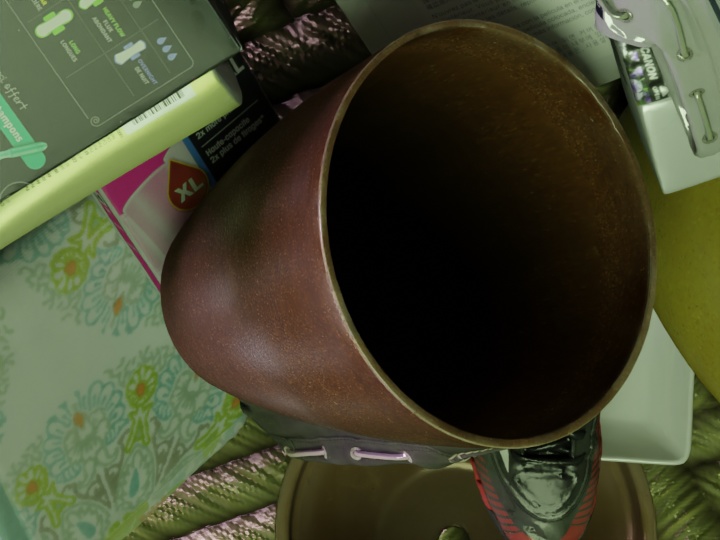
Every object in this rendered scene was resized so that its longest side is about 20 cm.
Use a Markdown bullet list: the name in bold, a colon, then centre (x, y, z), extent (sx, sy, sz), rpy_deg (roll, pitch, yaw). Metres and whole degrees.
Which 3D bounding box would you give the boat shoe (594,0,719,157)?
- **boat shoe**: centre (0.125, -0.117, 1.187), extent (0.067, 0.074, 0.200), rpy_deg (-29, 124, 10)

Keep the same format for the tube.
- **tube**: centre (-0.151, -0.051, 1.330), extent (0.200, 0.058, 0.052), rpy_deg (-29, 111, 8)

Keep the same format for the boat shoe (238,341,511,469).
- **boat shoe**: centre (0.023, 0.066, 1.409), extent (0.200, 0.067, 0.057), rpy_deg (4, 134, 42)

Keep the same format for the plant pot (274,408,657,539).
- **plant pot**: centre (0.053, 0.142, 1.545), extent (0.200, 0.201, 0.093), rpy_deg (4, 174, -2)

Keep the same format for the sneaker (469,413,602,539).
- **sneaker**: centre (0.090, 0.051, 1.433), extent (0.071, 0.098, 0.201), rpy_deg (-1, 101, -4)

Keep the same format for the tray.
- **tray**: centre (0.073, 0.042, 1.498), extent (0.200, 0.022, 0.108), rpy_deg (3, 89, -2)

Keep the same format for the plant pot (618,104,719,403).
- **plant pot**: centre (0.220, -0.001, 1.379), extent (0.200, 0.142, 0.200), rpy_deg (1, 143, 0)

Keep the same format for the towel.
- **towel**: centre (-0.146, 0.058, 1.466), extent (0.048, 0.171, 0.200), rpy_deg (24, 146, 37)

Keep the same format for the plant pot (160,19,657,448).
- **plant pot**: centre (0.000, 0.000, 1.323), extent (0.187, 0.187, 0.200), rpy_deg (34, 152, -27)

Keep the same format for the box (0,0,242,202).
- **box**: centre (-0.171, -0.113, 1.257), extent (0.200, 0.149, 0.124), rpy_deg (-32, 114, 4)

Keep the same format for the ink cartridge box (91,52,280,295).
- **ink cartridge box**: centre (-0.083, -0.053, 1.406), extent (0.095, 0.037, 0.200), rpy_deg (-40, 127, -11)

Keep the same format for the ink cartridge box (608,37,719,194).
- **ink cartridge box**: centre (0.210, -0.119, 1.275), extent (0.200, 0.050, 0.109), rpy_deg (-18, 122, 4)

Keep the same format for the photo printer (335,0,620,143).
- **photo printer**: centre (0.055, -0.164, 1.304), extent (0.166, 0.070, 0.200), rpy_deg (-22, 129, 20)
